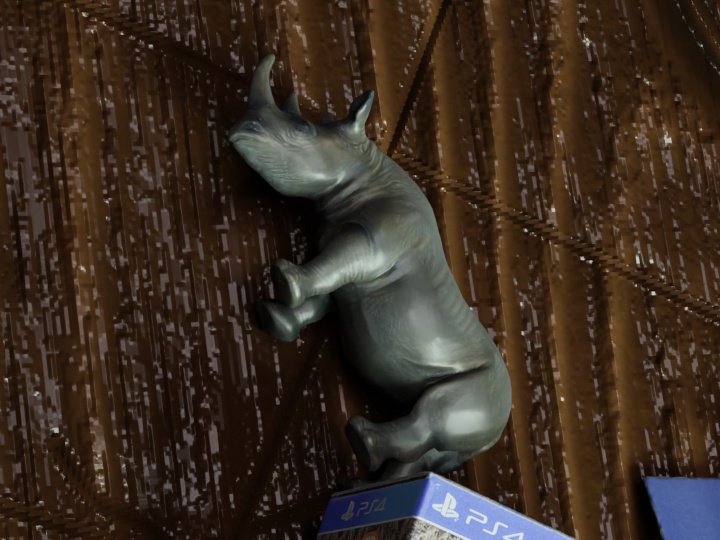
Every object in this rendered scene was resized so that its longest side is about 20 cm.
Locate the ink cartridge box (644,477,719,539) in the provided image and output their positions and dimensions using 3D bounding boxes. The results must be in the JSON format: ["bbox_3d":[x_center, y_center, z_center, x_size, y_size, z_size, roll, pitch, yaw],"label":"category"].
[{"bbox_3d":[0.246,0.167,1.022,0.199,0.047,0.198,5,51,-28],"label":"ink cartridge box"}]

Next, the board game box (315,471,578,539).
[{"bbox_3d":[0.043,0.205,0.905,0.159,0.097,0.201,25,70,-18],"label":"board game box"}]

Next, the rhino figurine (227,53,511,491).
[{"bbox_3d":[0.000,0.000,0.981,0.087,0.060,0.201,-24,88,-25],"label":"rhino figurine"}]
